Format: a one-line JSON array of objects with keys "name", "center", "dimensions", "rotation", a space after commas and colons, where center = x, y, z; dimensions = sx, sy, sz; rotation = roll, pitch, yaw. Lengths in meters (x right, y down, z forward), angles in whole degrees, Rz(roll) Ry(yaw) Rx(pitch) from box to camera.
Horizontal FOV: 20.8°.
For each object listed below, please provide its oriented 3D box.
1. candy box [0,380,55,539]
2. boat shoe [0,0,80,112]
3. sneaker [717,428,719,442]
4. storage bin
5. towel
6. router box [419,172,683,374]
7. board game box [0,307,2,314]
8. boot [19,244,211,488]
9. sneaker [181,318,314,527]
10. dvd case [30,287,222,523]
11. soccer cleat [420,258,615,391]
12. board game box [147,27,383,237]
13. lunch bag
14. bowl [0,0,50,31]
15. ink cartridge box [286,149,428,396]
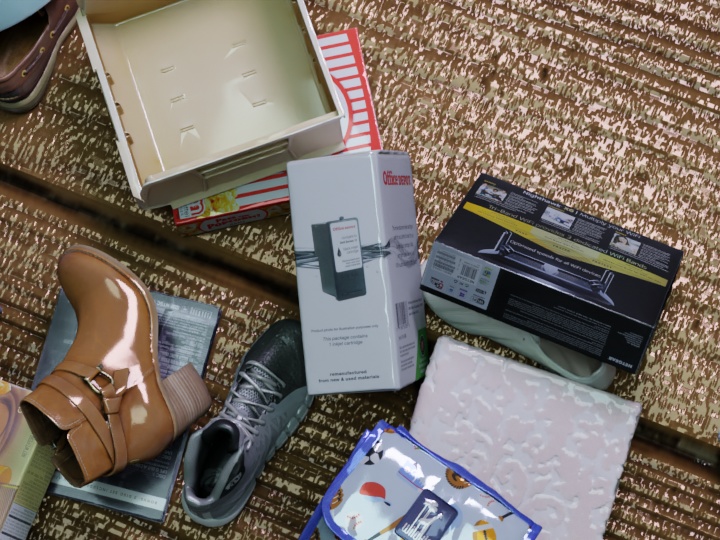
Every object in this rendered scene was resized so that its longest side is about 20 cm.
[{"name": "candy box", "center": [-0.342, 0.193, 1.716], "dimensions": [0.115, 0.055, 0.200], "rotation": [17, 79, 22]}, {"name": "boat shoe", "center": [-0.303, -0.249, 1.834], "dimensions": [0.072, 0.068, 0.201], "rotation": [15, 77, 7]}, {"name": "sneaker", "center": [0.393, 0.204, 1.669], "dimensions": [0.199, 0.080, 0.131], "rotation": [14, 76, 8]}, {"name": "storage bin", "center": [-0.135, -0.180, 1.744], "dimensions": [0.198, 0.094, 0.200], "rotation": [-19, 75, -1]}, {"name": "towel", "center": [0.127, 0.178, 1.693], "dimensions": [0.191, 0.032, 0.201], "rotation": [18, 93, 7]}, {"name": "router box", "center": [0.168, -0.001, 1.699], "dimensions": [0.200, 0.157, 0.052], "rotation": [22, 120, 9]}, {"name": "board game box", "center": [-0.438, 0.041, 1.721], "dimensions": [0.200, 0.159, 0.097], "rotation": [-37, 75, -7]}, {"name": "boot", "center": [-0.239, 0.083, 1.694], "dimensions": [0.155, 0.077, 0.200], "rotation": [-31, 86, -40]}, {"name": "sneaker", "center": [-0.096, 0.126, 1.699], "dimensions": [0.075, 0.116, 0.200], "rotation": [23, 78, 9]}, {"name": "dvd case", "center": [-0.221, 0.112, 1.763], "dimensions": [0.148, 0.016, 0.201], "rotation": [13, 76, 6]}, {"name": "soccer cleat", "center": [0.138, 0.040, 1.727], "dimensions": [0.200, 0.078, 0.069], "rotation": [32, 80, 11]}, {"name": "board game box", "center": [-0.083, -0.127, 1.800], "dimensions": [0.199, 0.046, 0.152], "rotation": [-13, 75, 0]}, {"name": "lunch bag", "center": [0.033, 0.247, 1.627], "dimensions": [0.170, 0.124, 0.200], "rotation": [34, 105, 9]}, {"name": "bowl", "center": [-0.355, -0.317, 1.793], "dimensions": [0.200, 0.105, 0.201], "rotation": [-13, 49, 15]}, {"name": "ink cartridge box", "center": [0.000, 0.000, 1.683], "dimensions": [0.083, 0.147, 0.201], "rotation": [-5, 90, 13]}]
